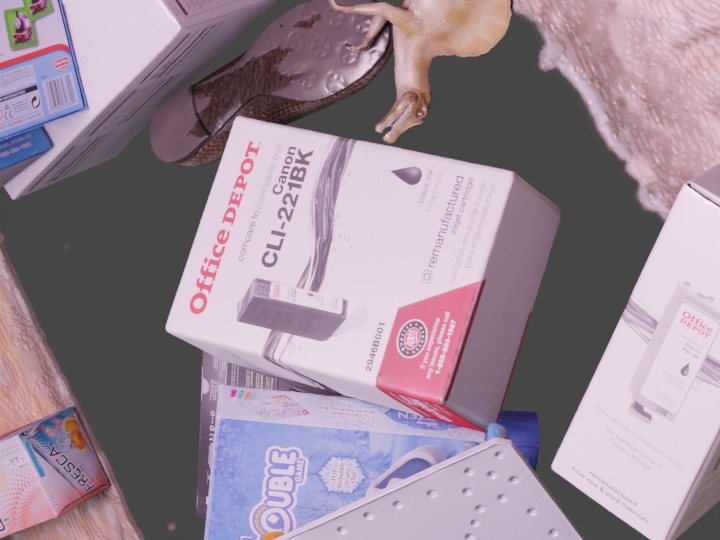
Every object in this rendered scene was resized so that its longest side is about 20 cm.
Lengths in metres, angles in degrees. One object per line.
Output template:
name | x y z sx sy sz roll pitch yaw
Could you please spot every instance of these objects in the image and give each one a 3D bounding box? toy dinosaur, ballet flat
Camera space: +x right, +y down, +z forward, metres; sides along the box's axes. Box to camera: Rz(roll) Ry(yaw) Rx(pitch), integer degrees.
toy dinosaur | 0.049 -0.176 1.422 0.101 0.058 0.200 31 110 -3
ballet flat | -0.051 -0.116 1.521 0.200 0.046 0.068 -28 69 34

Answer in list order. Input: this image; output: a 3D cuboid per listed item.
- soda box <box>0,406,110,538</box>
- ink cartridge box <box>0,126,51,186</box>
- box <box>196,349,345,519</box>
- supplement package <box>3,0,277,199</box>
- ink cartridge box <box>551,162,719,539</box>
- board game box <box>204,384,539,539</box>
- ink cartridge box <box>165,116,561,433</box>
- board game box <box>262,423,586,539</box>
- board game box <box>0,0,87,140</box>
soda box | -0.279 0.165 1.774 0.200 0.064 0.069 -23 93 38
ink cartridge box | -0.309 -0.125 1.490 0.085 0.144 0.200 -32 88 41
box | -0.029 0.089 1.574 0.158 0.048 0.201 16 116 29
supplement package | -0.179 -0.172 1.542 0.200 0.111 0.156 -39 83 38
ink cartridge box | 0.204 0.031 1.322 0.083 0.146 0.200 34 123 20
board game box | 0.000 0.173 1.514 0.198 0.043 0.200 5 120 -3
ink cartridge box | 0.000 0.000 1.454 0.200 0.084 0.145 13 80 30
board game box | 0.051 0.199 1.478 0.200 0.026 0.200 -26 123 18
board game box | -0.245 -0.172 1.421 0.037 0.151 0.201 -2 106 38
